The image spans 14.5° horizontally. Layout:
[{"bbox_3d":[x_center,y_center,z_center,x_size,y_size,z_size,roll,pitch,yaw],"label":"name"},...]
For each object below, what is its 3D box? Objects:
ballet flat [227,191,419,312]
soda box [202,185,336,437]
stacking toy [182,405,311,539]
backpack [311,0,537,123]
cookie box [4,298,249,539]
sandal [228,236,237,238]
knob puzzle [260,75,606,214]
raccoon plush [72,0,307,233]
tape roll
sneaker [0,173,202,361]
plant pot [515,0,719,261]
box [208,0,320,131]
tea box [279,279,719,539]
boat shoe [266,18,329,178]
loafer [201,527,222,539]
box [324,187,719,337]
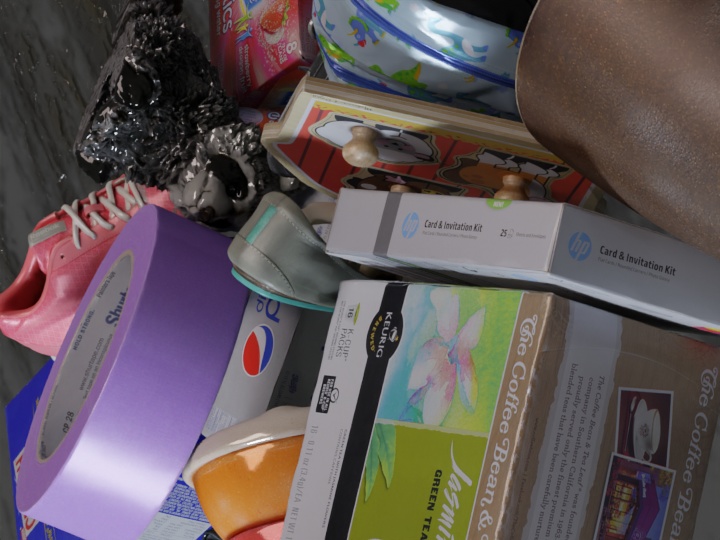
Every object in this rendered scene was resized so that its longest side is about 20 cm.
[{"bbox_3d":[0.000,0.000,1.611,0.067,0.200,0.064,33,96,33],"label":"ballet flat"},{"bbox_3d":[-0.025,0.024,1.735,0.063,0.068,0.201,25,96,55],"label":"soda box"},{"bbox_3d":[-0.017,0.184,1.617,0.146,0.146,0.201,-28,66,46],"label":"stacking toy"},{"bbox_3d":[0.073,-0.143,1.550,0.154,0.200,0.164,-42,44,36],"label":"backpack"},{"bbox_3d":[-0.150,0.110,1.868,0.200,0.075,0.172,-43,42,35],"label":"cookie box"},{"bbox_3d":[-0.082,-0.032,1.858,0.200,0.075,0.048,-7,95,61],"label":"sandal"},{"bbox_3d":[0.040,-0.045,1.577,0.219,0.219,0.031,-11,63,53],"label":"knob puzzle"},{"bbox_3d":[-0.089,-0.111,1.743,0.097,0.134,0.200,-47,23,56],"label":"raccoon plush"},{"bbox_3d":[-0.137,0.064,1.691,0.200,0.065,0.200,-59,16,29],"label":"tape roll"},{"bbox_3d":[-0.164,-0.018,1.806,0.200,0.087,0.074,-53,38,23],"label":"sneaker"},{"bbox_3d":[0.208,-0.072,1.374,0.200,0.187,0.187,48,116,35],"label":"plant pot"},{"bbox_3d":[-0.034,-0.188,1.819,0.100,0.095,0.201,-33,50,44],"label":"box"},{"bbox_3d":[0.070,0.118,1.499,0.197,0.133,0.201,2,77,55],"label":"tea box"},{"bbox_3d":[0.008,-0.131,1.706,0.068,0.074,0.200,1,54,44],"label":"boat shoe"},{"bbox_3d":[-0.051,0.233,1.675,0.068,0.070,0.201,-50,40,27],"label":"loafer"},{"bbox_3d":[0.100,-0.004,1.492,0.200,0.156,0.041,8,83,57],"label":"box"}]
